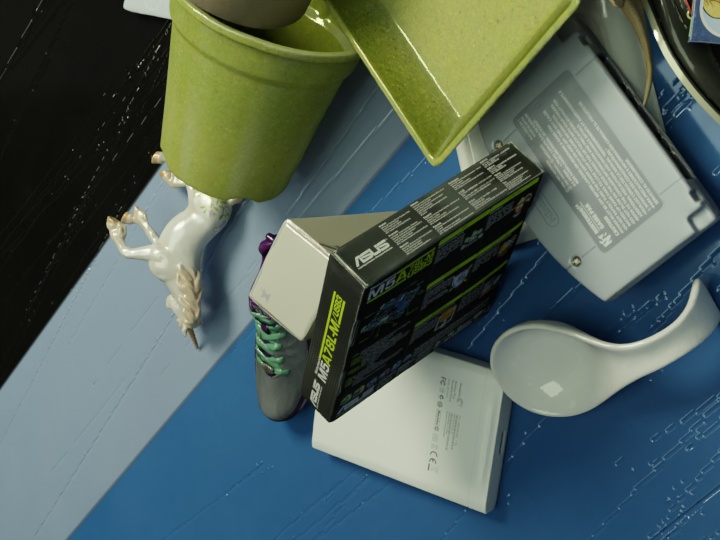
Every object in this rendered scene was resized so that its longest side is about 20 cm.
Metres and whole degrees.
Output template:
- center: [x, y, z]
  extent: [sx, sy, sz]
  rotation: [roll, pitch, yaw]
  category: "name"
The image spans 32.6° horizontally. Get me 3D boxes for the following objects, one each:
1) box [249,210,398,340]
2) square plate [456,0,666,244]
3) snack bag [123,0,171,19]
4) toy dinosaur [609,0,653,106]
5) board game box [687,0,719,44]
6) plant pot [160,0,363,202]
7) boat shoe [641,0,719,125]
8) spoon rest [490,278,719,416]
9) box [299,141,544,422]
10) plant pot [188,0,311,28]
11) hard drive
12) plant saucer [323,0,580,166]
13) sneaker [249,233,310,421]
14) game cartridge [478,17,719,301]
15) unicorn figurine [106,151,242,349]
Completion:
- center: [0.000, 0.000, 1.066]
  extent: [0.068, 0.199, 0.083]
  rotation: [38, 115, 24]
  category: "box"
- center: [0.155, -0.132, 1.046]
  extent: [0.197, 0.028, 0.203]
  rotation: [-15, 88, 36]
  category: "square plate"
- center: [-0.162, -0.339, 1.248]
  extent: [0.198, 0.021, 0.191]
  rotation: [15, 104, 32]
  category: "snack bag"
- center: [0.187, -0.222, 0.906]
  extent: [0.058, 0.101, 0.201]
  rotation: [-33, 95, 4]
  category: "toy dinosaur"
- center: [0.338, -0.221, 0.862]
  extent: [0.197, 0.034, 0.137]
  rotation: [6, 100, 13]
  category: "board game box"
- center: [-0.104, -0.172, 1.140]
  extent: [0.200, 0.199, 0.186]
  rotation: [40, 127, 24]
  category: "plant pot"
- center: [0.253, -0.201, 0.940]
  extent: [0.063, 0.073, 0.203]
  rotation: [-30, 80, 30]
  category: "boat shoe"
- center: [0.195, 0.068, 1.015]
  extent: [0.199, 0.061, 0.100]
  rotation: [-25, 111, 33]
  category: "spoon rest"
- center: [0.047, 0.012, 0.998]
  extent: [0.047, 0.199, 0.194]
  rotation: [43, 147, 24]
  category: "box"
- center: [-0.072, -0.335, 0.997]
  extent: [0.188, 0.186, 0.200]
  rotation: [56, 130, 16]
  category: "plant pot"
- center: [0.046, 0.133, 1.158]
  extent: [0.198, 0.027, 0.134]
  rotation: [15, 105, 32]
  category: "hard drive"
- center: [0.076, -0.224, 0.994]
  extent: [0.201, 0.048, 0.200]
  rotation: [58, 133, 17]
  category: "plant saucer"
- center: [-0.086, 0.053, 1.194]
  extent: [0.074, 0.087, 0.203]
  rotation: [17, 105, 32]
  category: "sneaker"
- center: [0.182, -0.084, 0.996]
  extent: [0.133, 0.040, 0.201]
  rotation: [-40, 73, 28]
  category: "game cartridge"
- center: [-0.188, -0.031, 1.269]
  extent: [0.137, 0.074, 0.201]
  rotation: [39, 111, 13]
  category: "unicorn figurine"
